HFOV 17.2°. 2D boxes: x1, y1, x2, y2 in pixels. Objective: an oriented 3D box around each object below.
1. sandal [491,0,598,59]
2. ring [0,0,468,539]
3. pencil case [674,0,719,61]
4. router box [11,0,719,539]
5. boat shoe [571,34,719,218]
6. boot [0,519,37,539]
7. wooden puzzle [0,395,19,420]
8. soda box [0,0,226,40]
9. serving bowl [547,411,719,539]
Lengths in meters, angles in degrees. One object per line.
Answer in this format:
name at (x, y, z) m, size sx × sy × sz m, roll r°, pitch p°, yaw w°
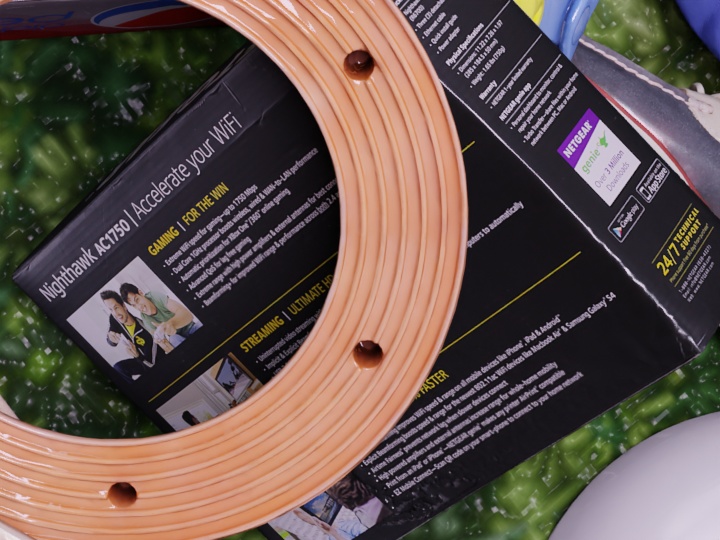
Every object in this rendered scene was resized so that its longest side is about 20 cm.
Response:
sandal at (0.041, -0.064, 0.761) m, size 0.079 × 0.201 × 0.087 m, roll 31°, pitch 52°, yaw 15°
ring at (-0.070, -0.016, 0.651) m, size 0.199 × 0.019 × 0.202 m, roll 0°, pitch 110°, yaw 1°
pencil case at (0.170, -0.081, 0.804) m, size 0.078 × 0.087 × 0.200 m, roll -25°, pitch 63°, yaw -29°
router box at (0.000, 0.000, 0.729) m, size 0.149 × 0.200 × 0.051 m, roll 46°, pitch 46°, yaw -7°
boat shoe at (0.126, -0.027, 0.833) m, size 0.200 × 0.071 × 0.063 m, roll 38°, pitch 64°, yaw -3°
boot at (-0.123, 0.097, 0.624) m, size 0.199 × 0.107 × 0.075 m, roll 22°, pitch 98°, yaw -6°
wooden puzzle at (-0.136, 0.149, 0.696) m, size 0.185 × 0.037 × 0.200 m, roll -38°, pitch 96°, yaw -8°
soda box at (-0.101, -0.112, 0.779) m, size 0.199 × 0.070 × 0.064 m, roll -5°, pitch 86°, yaw -16°
serving bowl at (0.155, 0.146, 0.825) m, size 0.199 × 0.066 × 0.202 m, roll 2°, pitch 84°, yaw -14°
